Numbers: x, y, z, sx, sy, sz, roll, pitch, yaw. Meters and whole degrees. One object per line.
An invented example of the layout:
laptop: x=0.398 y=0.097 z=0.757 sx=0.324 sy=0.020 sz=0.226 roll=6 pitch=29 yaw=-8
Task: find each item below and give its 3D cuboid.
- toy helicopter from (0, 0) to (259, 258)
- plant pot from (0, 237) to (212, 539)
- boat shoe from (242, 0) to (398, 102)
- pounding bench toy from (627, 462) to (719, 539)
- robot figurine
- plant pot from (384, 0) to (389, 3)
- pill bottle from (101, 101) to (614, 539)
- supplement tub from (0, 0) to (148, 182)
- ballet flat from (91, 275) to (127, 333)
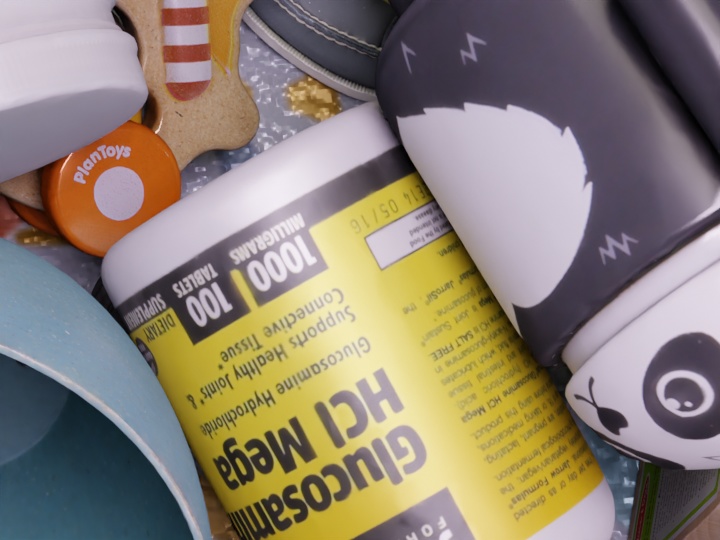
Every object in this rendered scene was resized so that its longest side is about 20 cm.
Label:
toy helicopter: x=-0.065 y=-0.106 z=0.828 sx=0.200 sy=0.079 sz=0.133 roll=-37 pitch=109 yaw=-13
plant pot: x=-0.141 y=0.063 z=0.743 sx=0.198 sy=0.201 sz=0.135 roll=10 pitch=31 yaw=-6
boat shoe: x=0.044 y=-0.092 z=0.893 sx=0.199 sy=0.062 sz=0.073 roll=25 pitch=67 yaw=1
pounding bench toy: x=0.180 y=0.091 z=0.808 sx=0.155 sy=0.124 sz=0.201 roll=15 pitch=66 yaw=-4
robot figurine: x=0.080 y=-0.038 z=0.707 sx=0.125 sy=0.150 sz=0.201 roll=-37 pitch=76 yaw=22
plant pot: x=0.144 y=-0.164 z=0.825 sx=0.199 sy=0.200 sz=0.181 roll=26 pitch=25 yaw=27
pill bottle: x=0.010 y=0.058 z=0.760 sx=0.112 sy=0.112 sz=0.201 roll=-29 pitch=89 yaw=-20
supplement tub: x=-0.153 y=-0.127 z=0.724 sx=0.139 sy=0.140 sz=0.201 roll=-19 pitch=85 yaw=-17
ballet flat: x=0.000 y=0.000 z=0.849 sx=0.199 sy=0.057 sz=0.067 roll=-17 pitch=70 yaw=-17
